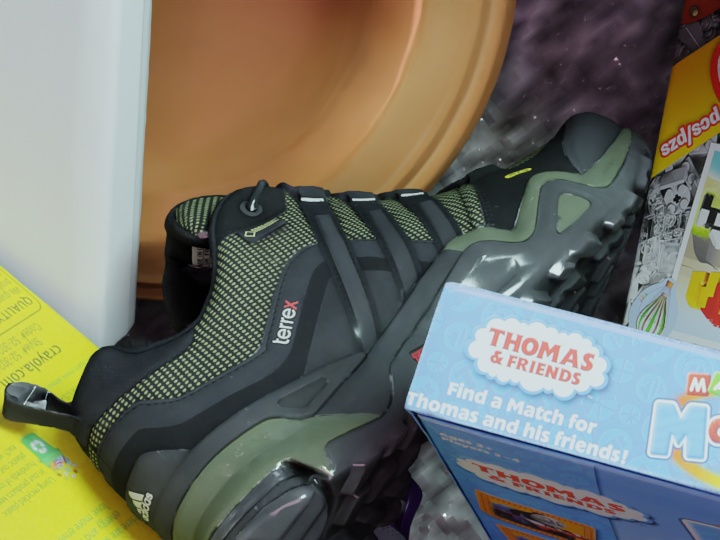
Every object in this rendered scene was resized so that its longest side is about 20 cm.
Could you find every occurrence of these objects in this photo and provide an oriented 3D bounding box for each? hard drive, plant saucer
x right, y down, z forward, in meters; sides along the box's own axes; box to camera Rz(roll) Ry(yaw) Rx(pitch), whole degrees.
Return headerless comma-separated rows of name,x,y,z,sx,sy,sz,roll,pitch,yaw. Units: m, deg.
hard drive,-0.116,-0.084,0.697,0.131,0.026,0.201,19,125,19
plant saucer,-0.056,-0.088,0.744,0.199,0.037,0.201,1,100,8

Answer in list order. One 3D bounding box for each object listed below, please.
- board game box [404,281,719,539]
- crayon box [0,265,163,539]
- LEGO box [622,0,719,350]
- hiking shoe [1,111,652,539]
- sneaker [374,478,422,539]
board game box,0.101,0.065,0.657,0.151,0.200,0.037,15,76,14
crayon box,-0.097,0.064,0.665,0.200,0.127,0.051,39,119,8
LEGO box,0.174,-0.007,0.692,0.077,0.200,0.150,19,80,-44
hiking shoe,0.000,0.000,0.697,0.101,0.076,0.200,36,46,16
sneaker,-0.079,0.099,0.770,0.199,0.075,0.088,1,57,6
